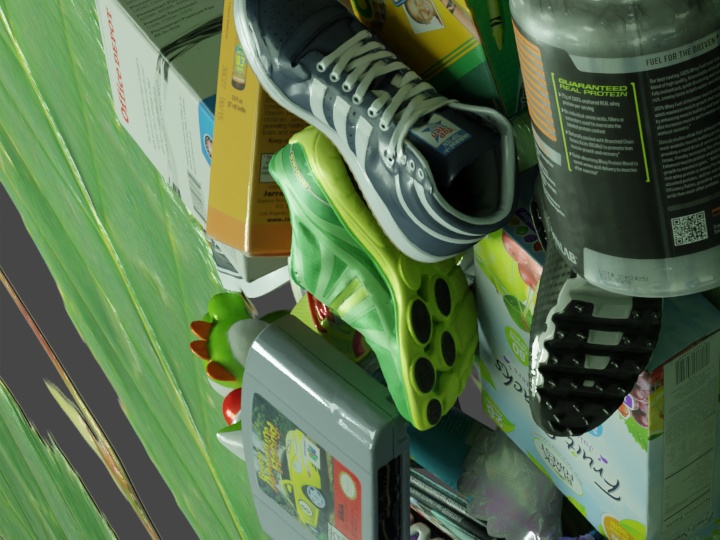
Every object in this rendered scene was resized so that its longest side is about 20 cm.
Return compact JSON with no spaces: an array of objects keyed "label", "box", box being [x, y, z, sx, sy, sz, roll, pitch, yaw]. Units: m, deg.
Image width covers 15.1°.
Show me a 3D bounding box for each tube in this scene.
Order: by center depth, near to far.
[{"label":"tube","box":[0.027,0.095,1.832,0.200,0.050,0.077,34,-172,-1]}]

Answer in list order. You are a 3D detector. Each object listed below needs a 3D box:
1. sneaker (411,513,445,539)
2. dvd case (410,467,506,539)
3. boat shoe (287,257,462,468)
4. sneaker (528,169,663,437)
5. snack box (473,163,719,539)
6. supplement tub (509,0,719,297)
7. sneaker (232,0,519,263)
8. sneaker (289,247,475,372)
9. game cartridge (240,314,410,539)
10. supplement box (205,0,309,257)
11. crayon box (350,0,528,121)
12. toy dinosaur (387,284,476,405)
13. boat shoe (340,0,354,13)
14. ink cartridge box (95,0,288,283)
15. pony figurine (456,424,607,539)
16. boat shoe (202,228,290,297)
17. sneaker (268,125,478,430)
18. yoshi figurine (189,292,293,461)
[{"label":"sneaker","box":[0.044,0.236,1.940,0.200,0.088,0.080,37,173,27]},{"label":"dvd case","box":[0.092,0.197,1.901,0.146,0.022,0.200,45,171,-30]},{"label":"boat shoe","box":[0.020,0.054,1.892,0.065,0.072,0.200,4,125,60]},{"label":"sneaker","box":[0.126,-0.010,1.482,0.090,0.066,0.200,-139,58,-68]},{"label":"snack box","box":[0.141,0.059,1.607,0.169,0.068,0.200,46,157,36]},{"label":"supplement tub","box":[0.140,-0.097,1.322,0.123,0.122,0.200,39,151,46]},{"label":"sneaker","box":[0.014,-0.095,1.514,0.200,0.070,0.108,53,160,-9]},{"label":"sneaker","box":[0.000,0.000,1.711,0.200,0.090,0.078,-43,47,34]},{"label":"game cartridge","box":[-0.023,0.128,1.743,0.133,0.041,0.200,41,147,36]},{"label":"supplement box","box":[-0.052,-0.112,1.730,0.067,0.069,0.200,26,116,58]},{"label":"crayon box","box":[0.037,-0.190,1.515,0.119,0.058,0.200,18,135,52]},{"label":"toy dinosaur","box":[0.031,0.032,1.785,0.101,0.058,0.200,-27,59,45]},{"label":"boat shoe","box":[0.003,-0.153,1.637,0.068,0.072,0.200,-24,87,52]},{"label":"ink cartridge box","box":[-0.100,-0.114,1.910,0.200,0.084,0.146,51,158,36]},{"label":"pony figurine","box":[0.096,0.200,1.692,0.193,0.200,0.167,17,109,42]},{"label":"boat shoe","box":[-0.073,-0.026,2.008,0.068,0.072,0.200,62,167,-9]},{"label":"sneaker","box":[0.008,0.001,1.628,0.084,0.074,0.200,-6,112,46]},{"label":"yoshi figurine","box":[-0.047,0.091,1.984,0.112,0.112,0.200,48,-171,-51]}]
